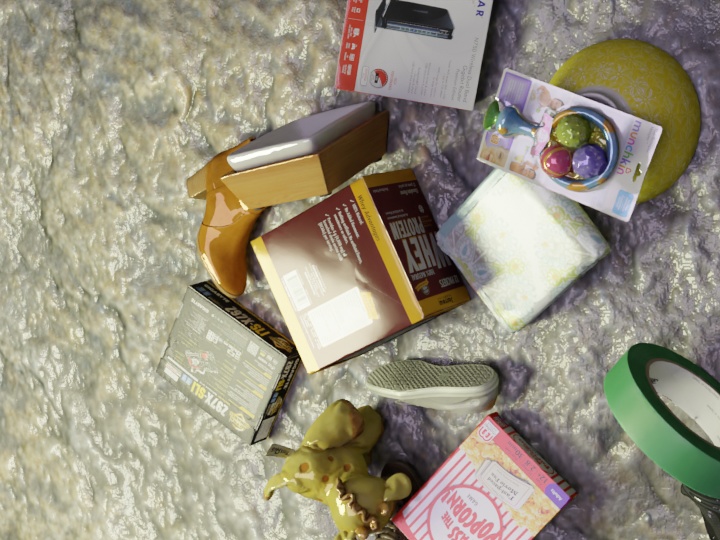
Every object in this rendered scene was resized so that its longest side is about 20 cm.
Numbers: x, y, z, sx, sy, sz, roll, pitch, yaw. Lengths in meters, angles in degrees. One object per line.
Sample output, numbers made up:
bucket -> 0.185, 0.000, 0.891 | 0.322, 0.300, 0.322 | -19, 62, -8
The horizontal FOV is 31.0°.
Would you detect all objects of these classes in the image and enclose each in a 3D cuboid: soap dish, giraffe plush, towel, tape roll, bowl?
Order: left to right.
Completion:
soap dish -> -0.066, -0.150, 1.697 | 0.157, 0.200, 0.082 | -10, 107, 32
giraffe plush -> -0.013, 0.283, 1.723 | 0.162, 0.200, 0.173 | 38, 114, 29
towel -> 0.199, -0.037, 1.620 | 0.171, 0.048, 0.200 | 52, 133, 12
bowl -> 0.289, -0.171, 1.527 | 0.199, 0.108, 0.201 | 6, 102, 30
tape roll -> 0.371, 0.169, 1.480 | 0.200, 0.200, 0.048 | 44, 118, 17

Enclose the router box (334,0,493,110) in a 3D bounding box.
router box -> 0.071, -0.315, 1.622 | 0.179, 0.049, 0.201 | 9, 105, 0

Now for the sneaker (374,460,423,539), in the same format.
sneaker -> 0.053, 0.365, 1.779 | 0.070, 0.075, 0.201 | -5, 96, 32

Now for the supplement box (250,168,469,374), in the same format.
supplement box -> 0.000, 0.000, 1.715 | 0.200, 0.133, 0.198 | -28, 83, 31

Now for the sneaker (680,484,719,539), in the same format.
sneaker -> 0.461, 0.304, 1.535 | 0.200, 0.077, 0.084 | 51, 136, 18

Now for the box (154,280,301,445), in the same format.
box -> -0.195, 0.134, 1.906 | 0.200, 0.049, 0.160 | 33, 116, 22

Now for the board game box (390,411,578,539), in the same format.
board game box -> 0.161, 0.309, 1.696 | 0.151, 0.046, 0.200 | 44, 104, 16

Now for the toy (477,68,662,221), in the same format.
toy -> 0.227, -0.142, 1.477 | 0.199, 0.047, 0.116 | 27, 113, 26

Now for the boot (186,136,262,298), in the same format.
boot -> -0.167, -0.075, 1.838 | 0.144, 0.071, 0.202 | -24, 81, 35

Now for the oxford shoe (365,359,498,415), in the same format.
oxford shoe -> 0.095, 0.159, 1.727 | 0.199, 0.075, 0.058 | 0, 127, 32
